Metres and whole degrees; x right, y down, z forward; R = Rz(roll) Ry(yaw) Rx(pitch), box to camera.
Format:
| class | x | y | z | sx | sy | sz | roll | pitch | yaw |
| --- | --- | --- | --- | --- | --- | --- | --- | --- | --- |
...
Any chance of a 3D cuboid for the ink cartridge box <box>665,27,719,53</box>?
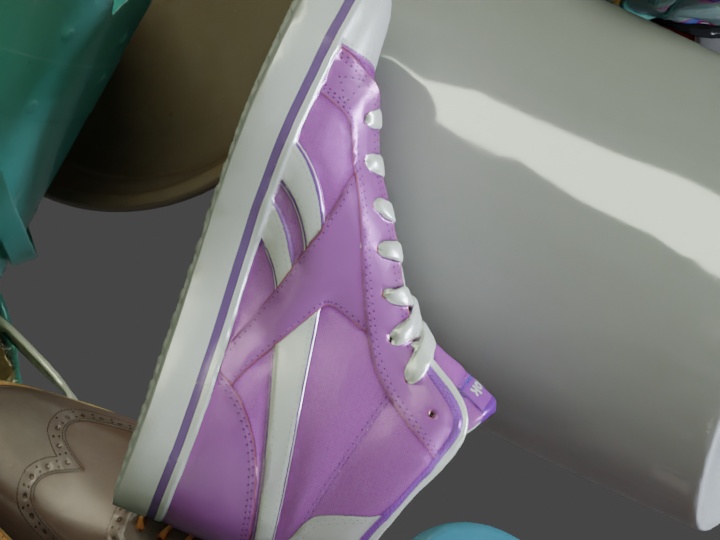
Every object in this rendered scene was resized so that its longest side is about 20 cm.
| class | x | y | z | sx | sy | sz | roll | pitch | yaw |
| --- | --- | --- | --- | --- | --- | --- | --- | --- | --- |
| ink cartridge box | 0.150 | -0.119 | 1.074 | 0.175 | 0.045 | 0.201 | 7 | 58 | 9 |

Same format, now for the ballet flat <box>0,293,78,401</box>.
| class | x | y | z | sx | sy | sz | roll | pitch | yaw |
| --- | --- | --- | --- | --- | --- | --- | --- | --- | --- |
| ballet flat | -0.132 | 0.078 | 0.954 | 0.070 | 0.067 | 0.201 | -33 | 56 | 10 |

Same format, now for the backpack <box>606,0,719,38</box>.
| class | x | y | z | sx | sy | sz | roll | pitch | yaw |
| --- | --- | --- | --- | --- | --- | --- | --- | --- | --- |
| backpack | 0.131 | -0.167 | 0.941 | 0.126 | 0.200 | 0.168 | -23 | 87 | -3 |

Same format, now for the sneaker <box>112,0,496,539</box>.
| class | x | y | z | sx | sy | sz | roll | pitch | yaw |
| --- | --- | --- | --- | --- | --- | --- | --- | --- | --- |
| sneaker | 0.000 | 0.000 | 0.858 | 0.113 | 0.073 | 0.202 | 18 | 91 | -2 |

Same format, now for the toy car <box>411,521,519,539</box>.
| class | x | y | z | sx | sy | sz | roll | pitch | yaw |
| --- | --- | --- | --- | --- | --- | --- | --- | --- | --- |
| toy car | 0.083 | 0.181 | 0.840 | 0.199 | 0.185 | 0.177 | -11 | 53 | -38 |

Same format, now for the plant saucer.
| class | x | y | z | sx | sy | sz | roll | pitch | yaw |
| --- | --- | --- | --- | --- | --- | --- | --- | --- | --- |
| plant saucer | -0.089 | -0.122 | 1.064 | 0.198 | 0.029 | 0.202 | -4 | 80 | 21 |

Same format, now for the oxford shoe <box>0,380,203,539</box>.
| class | x | y | z | sx | sy | sz | roll | pitch | yaw |
| --- | --- | --- | --- | --- | --- | --- | --- | --- | --- |
| oxford shoe | -0.057 | 0.090 | 0.897 | 0.199 | 0.073 | 0.072 | 28 | 62 | -7 |

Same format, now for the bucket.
| class | x | y | z | sx | sy | sz | roll | pitch | yaw |
| --- | --- | --- | --- | --- | --- | --- | --- | --- | --- |
| bucket | -0.189 | -0.091 | 0.974 | 0.206 | 0.207 | 0.136 | 32 | 103 | 23 |

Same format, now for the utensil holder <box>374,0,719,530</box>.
| class | x | y | z | sx | sy | sz | roll | pitch | yaw |
| --- | --- | --- | --- | --- | --- | --- | --- | --- | --- |
| utensil holder | 0.073 | -0.018 | 0.943 | 0.199 | 0.170 | 0.170 | 26 | 63 | 19 |
